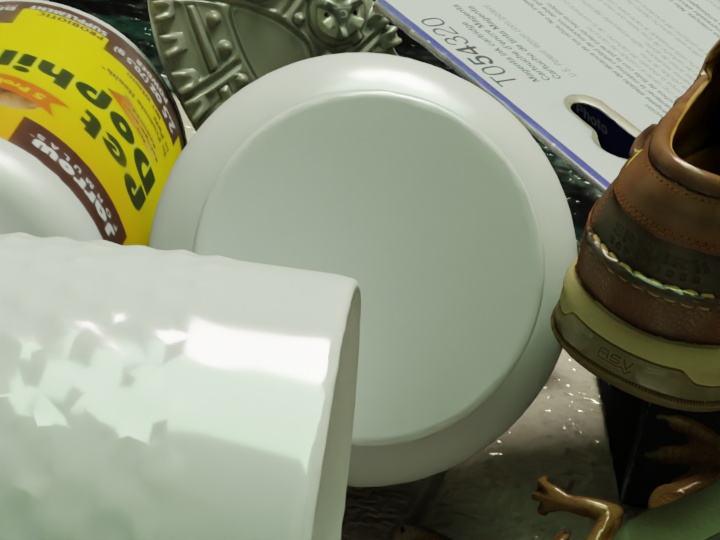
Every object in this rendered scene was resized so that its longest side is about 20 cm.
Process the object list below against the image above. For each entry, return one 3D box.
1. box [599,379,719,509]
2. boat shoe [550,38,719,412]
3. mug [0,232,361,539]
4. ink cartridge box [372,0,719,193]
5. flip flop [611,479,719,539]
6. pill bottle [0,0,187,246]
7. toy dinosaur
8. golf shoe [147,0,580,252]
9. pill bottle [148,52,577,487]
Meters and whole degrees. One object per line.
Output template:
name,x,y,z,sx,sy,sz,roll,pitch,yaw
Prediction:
box,0.162,0.007,1.017,0.147,0.105,0.200,12,21,-3
boat shoe,0.120,-0.033,0.795,0.072,0.068,0.200,26,34,20
mug,-0.094,0.065,0.695,0.174,0.149,0.200,7,-4,3
ink cartridge box,0.133,-0.035,0.906,0.199,0.043,0.196,-13,40,-33
flip flop,0.146,0.038,0.773,0.199,0.058,0.081,-21,19,-27
pill bottle,-0.117,-0.006,0.884,0.109,0.110,0.200,13,21,1
toy dinosaur,0.111,0.085,0.847,0.199,0.061,0.106,-7,17,17
golf shoe,-0.015,-0.045,1.014,0.200,0.078,0.097,49,-11,-28
pill bottle,0.000,0.000,0.840,0.119,0.120,0.200,12,-1,0
